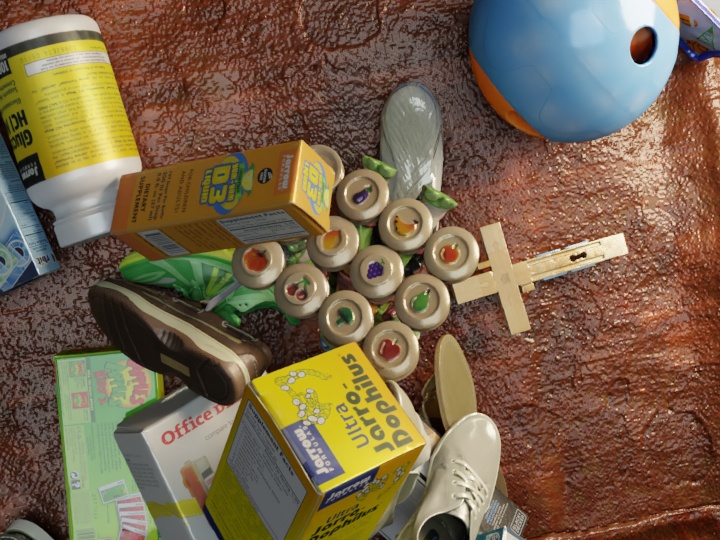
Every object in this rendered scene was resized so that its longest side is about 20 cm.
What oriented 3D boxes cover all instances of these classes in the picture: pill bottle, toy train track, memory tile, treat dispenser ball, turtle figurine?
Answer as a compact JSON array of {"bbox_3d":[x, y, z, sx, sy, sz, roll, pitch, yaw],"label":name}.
[{"bbox_3d":[-0.277,-0.130,0.913,0.111,0.112,0.203,-17,94,-5],"label":"pill bottle"},{"bbox_3d":[0.187,-0.001,1.012,0.197,0.033,0.116,-16,87,-11],"label":"toy train track"},{"bbox_3d":[-0.006,-0.011,0.850,0.199,0.017,0.154,32,80,16],"label":"memory tile"},{"bbox_3d":[0.203,-0.225,0.916,0.198,0.201,0.204,0,93,-6],"label":"treat dispenser ball"},{"bbox_3d":[0.000,0.000,0.892,0.199,0.143,0.196,16,103,-50],"label":"turtle figurine"}]

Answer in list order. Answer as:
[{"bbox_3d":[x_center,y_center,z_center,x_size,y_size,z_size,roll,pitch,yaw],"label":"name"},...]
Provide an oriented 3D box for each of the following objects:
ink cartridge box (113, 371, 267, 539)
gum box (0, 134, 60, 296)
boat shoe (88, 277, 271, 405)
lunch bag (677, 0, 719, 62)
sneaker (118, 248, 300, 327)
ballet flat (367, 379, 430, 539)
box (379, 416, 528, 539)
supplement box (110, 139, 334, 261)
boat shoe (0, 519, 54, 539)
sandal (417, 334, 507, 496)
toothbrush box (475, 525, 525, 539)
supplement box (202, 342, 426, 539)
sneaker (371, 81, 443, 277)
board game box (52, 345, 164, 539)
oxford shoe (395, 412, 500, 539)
[{"bbox_3d":[-0.128,0.208,0.927,0.144,0.083,0.202,-29,99,-34],"label":"ink cartridge box"},{"bbox_3d":[-0.404,-0.060,0.913,0.168,0.045,0.202,-23,94,15],"label":"gum box"},{"bbox_3d":[-0.170,0.059,0.911,0.201,0.075,0.075,29,132,24],"label":"boat shoe"},{"bbox_3d":[0.346,-0.341,0.967,0.199,0.124,0.171,38,89,-14],"label":"lunch bag"},{"bbox_3d":[-0.144,0.016,0.953,0.197,0.074,0.085,8,88,-7],"label":"sneaker"},{"bbox_3d":[0.028,0.171,0.859,0.069,0.070,0.201,13,130,-6],"label":"ballet flat"},{"bbox_3d":[0.056,0.222,0.960,0.200,0.116,0.060,44,45,-6],"label":"box"},{"bbox_3d":[-0.124,-0.060,0.850,0.197,0.069,0.067,-7,63,24],"label":"supplement box"},{"bbox_3d":[-0.290,0.338,0.945,0.202,0.060,0.072,45,128,-2],"label":"boat shoe"},{"bbox_3d":[0.087,0.171,0.989,0.069,0.078,0.214,-9,111,32],"label":"sandal"},{"bbox_3d":[0.114,0.338,0.918,0.146,0.199,0.086,36,45,-19],"label":"toothbrush box"},{"bbox_3d":[-0.045,0.175,0.801,0.109,0.201,0.109,-18,58,-35],"label":"supplement box"},{"bbox_3d":[0.051,-0.091,0.977,0.071,0.072,0.203,8,106,12],"label":"sneaker"},{"bbox_3d":[-0.246,0.179,0.962,0.100,0.048,0.203,-5,93,-7],"label":"board game box"},{"bbox_3d":[0.090,0.209,0.874,0.075,0.058,0.200,41,48,-5],"label":"oxford shoe"}]
